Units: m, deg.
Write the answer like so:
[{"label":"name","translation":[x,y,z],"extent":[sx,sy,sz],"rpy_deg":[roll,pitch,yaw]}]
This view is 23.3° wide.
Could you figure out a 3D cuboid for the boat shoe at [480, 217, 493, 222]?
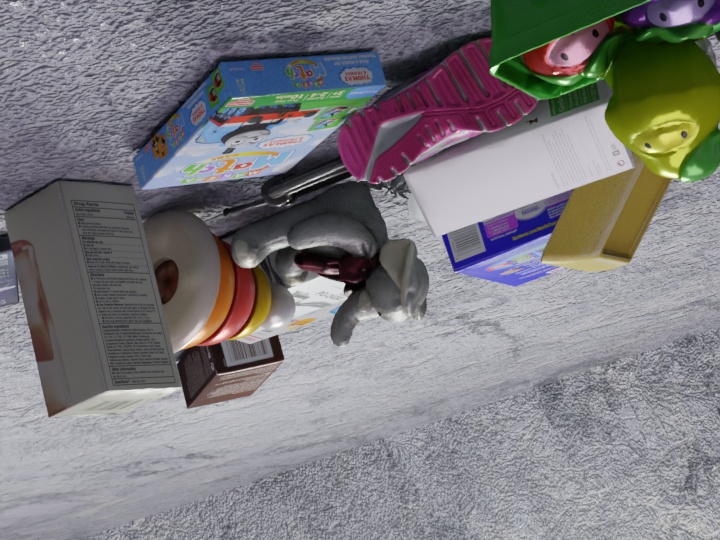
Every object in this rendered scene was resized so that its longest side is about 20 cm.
[{"label":"boat shoe","translation":[0.170,-0.133,1.715],"extent":[0.199,0.068,0.074],"rpy_deg":[-41,153,3]}]

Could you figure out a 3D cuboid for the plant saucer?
[{"label":"plant saucer","translation":[0.272,-0.083,1.788],"extent":[0.201,0.048,0.200],"rpy_deg":[-64,159,8]}]

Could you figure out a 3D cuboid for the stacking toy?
[{"label":"stacking toy","translation":[-0.142,0.028,1.785],"extent":[0.146,0.147,0.200],"rpy_deg":[-24,154,33]}]

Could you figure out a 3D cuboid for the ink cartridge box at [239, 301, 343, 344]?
[{"label":"ink cartridge box","translation":[-0.107,0.035,2.087],"extent":[0.199,0.068,0.115],"rpy_deg":[-19,166,14]}]

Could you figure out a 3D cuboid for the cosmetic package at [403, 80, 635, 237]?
[{"label":"cosmetic package","translation":[0.143,-0.119,1.607],"extent":[0.199,0.108,0.085],"rpy_deg":[-19,127,13]}]

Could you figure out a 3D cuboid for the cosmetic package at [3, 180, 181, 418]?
[{"label":"cosmetic package","translation":[-0.247,0.027,1.603],"extent":[0.087,0.201,0.103],"rpy_deg":[-24,163,36]}]

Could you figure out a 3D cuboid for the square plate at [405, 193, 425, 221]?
[{"label":"square plate","translation":[0.146,-0.102,1.906],"extent":[0.199,0.029,0.198],"rpy_deg":[-16,166,1]}]

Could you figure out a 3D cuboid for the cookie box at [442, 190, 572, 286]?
[{"label":"cookie box","translation":[0.203,-0.049,1.965],"extent":[0.170,0.076,0.200],"rpy_deg":[-21,166,21]}]

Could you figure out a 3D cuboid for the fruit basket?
[{"label":"fruit basket","translation":[0.214,-0.166,1.342],"extent":[0.215,0.217,0.155],"rpy_deg":[-21,166,22]}]

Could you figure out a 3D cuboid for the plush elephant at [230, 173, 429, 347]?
[{"label":"plush elephant","translation":[0.000,0.000,1.740],"extent":[0.199,0.155,0.165],"rpy_deg":[-29,164,5]}]

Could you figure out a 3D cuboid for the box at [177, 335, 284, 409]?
[{"label":"box","translation":[-0.178,0.124,2.370],"extent":[0.100,0.075,0.200],"rpy_deg":[-11,164,-21]}]

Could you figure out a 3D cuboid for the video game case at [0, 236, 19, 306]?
[{"label":"video game case","translation":[-0.416,0.015,1.755],"extent":[0.142,0.019,0.200],"rpy_deg":[-12,167,-13]}]

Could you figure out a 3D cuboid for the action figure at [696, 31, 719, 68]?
[{"label":"action figure","translation":[0.265,-0.198,1.494],"extent":[0.199,0.103,0.119],"rpy_deg":[-13,178,-17]}]

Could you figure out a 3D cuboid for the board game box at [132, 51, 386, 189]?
[{"label":"board game box","translation":[-0.090,-0.128,1.504],"extent":[0.151,0.037,0.200],"rpy_deg":[-9,166,-31]}]

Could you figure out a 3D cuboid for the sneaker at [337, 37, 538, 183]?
[{"label":"sneaker","translation":[0.071,-0.148,1.540],"extent":[0.199,0.082,0.088],"rpy_deg":[-24,-172,2]}]

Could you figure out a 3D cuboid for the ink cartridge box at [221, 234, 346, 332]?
[{"label":"ink cartridge box","translation":[-0.084,0.000,1.933],"extent":[0.199,0.084,0.145],"rpy_deg":[-20,166,19]}]

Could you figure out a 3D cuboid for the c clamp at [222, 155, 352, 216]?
[{"label":"c clamp","translation":[-0.053,-0.082,1.694],"extent":[0.170,0.027,0.200],"rpy_deg":[-20,180,-3]}]
